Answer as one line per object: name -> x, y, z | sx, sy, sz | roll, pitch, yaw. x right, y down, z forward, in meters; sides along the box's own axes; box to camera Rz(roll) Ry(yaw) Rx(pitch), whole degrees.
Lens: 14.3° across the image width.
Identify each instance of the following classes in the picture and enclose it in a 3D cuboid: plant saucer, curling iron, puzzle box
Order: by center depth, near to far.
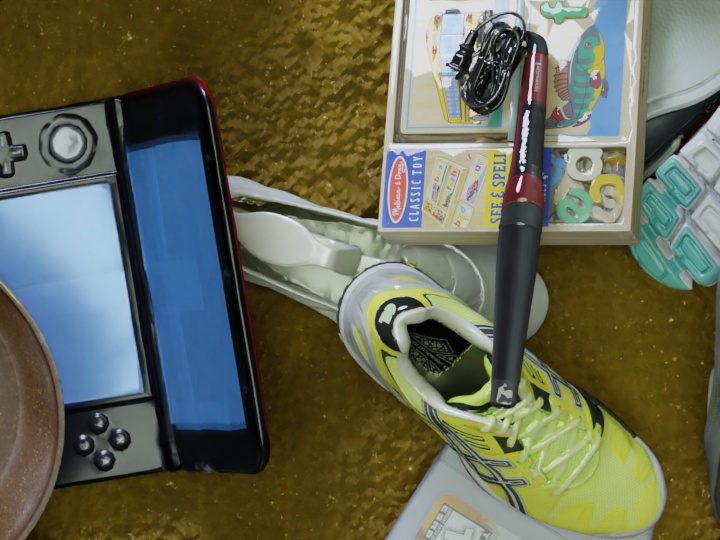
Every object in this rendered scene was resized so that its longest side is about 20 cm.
curling iron -> 0.071, -0.030, 1.412 | 0.049, 0.026, 0.201 | -8, 74, 23
plant saucer -> -0.246, 0.070, 1.440 | 0.199, 0.037, 0.202 | 0, 105, 1
puzzle box -> 0.080, -0.112, 1.459 | 0.132, 0.025, 0.201 | -1, 74, 16

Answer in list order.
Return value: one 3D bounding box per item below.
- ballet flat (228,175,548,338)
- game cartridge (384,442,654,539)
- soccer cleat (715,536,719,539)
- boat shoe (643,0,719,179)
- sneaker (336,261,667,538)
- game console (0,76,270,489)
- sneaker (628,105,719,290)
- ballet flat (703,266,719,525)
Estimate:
ballet flat -> 0.000, 0.000, 1.491 | 0.199, 0.069, 0.070 | 17, 93, 2
game cartridge -> 0.065, 0.181, 1.510 | 0.133, 0.042, 0.201 | 32, 94, 6
soccer cleat -> 0.163, 0.226, 1.463 | 0.085, 0.069, 0.200 | 43, 62, -11
boat shoe -> 0.137, -0.087, 1.484 | 0.199, 0.060, 0.076 | -33, 63, 6
sneaker -> 0.072, 0.075, 1.441 | 0.200, 0.076, 0.076 | 35, 93, -13
game console -> -0.139, 0.012, 1.473 | 0.171, 0.119, 0.201 | -9, 91, 3
sneaker -> 0.215, -0.077, 1.460 | 0.200, 0.091, 0.078 | -43, 86, 13
ballet flat -> 0.205, 0.052, 1.457 | 0.067, 0.201, 0.064 | -15, 48, -15
